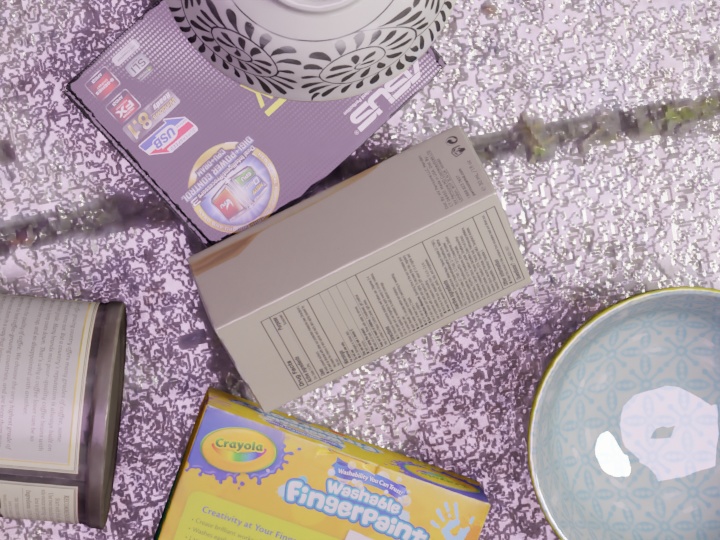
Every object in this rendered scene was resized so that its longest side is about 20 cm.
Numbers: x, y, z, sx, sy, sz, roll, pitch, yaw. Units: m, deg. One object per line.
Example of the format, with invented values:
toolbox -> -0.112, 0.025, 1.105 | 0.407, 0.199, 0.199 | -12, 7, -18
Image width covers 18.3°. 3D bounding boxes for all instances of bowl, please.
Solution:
bowl -> -0.028, -0.205, 1.397 | 0.200, 0.094, 0.201 | 0, 96, -4
bowl -> 0.203, 0.104, 1.473 | 0.200, 0.108, 0.201 | 0, 95, -2

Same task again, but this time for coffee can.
coffee can -> -0.256, 0.084, 1.432 | 0.200, 0.146, 0.147 | 5, 95, -3

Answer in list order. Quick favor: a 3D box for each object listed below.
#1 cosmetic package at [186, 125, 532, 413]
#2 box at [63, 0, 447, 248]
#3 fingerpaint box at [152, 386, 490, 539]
cosmetic package -> 0.000, 0.000, 1.451 | 0.200, 0.071, 0.105 | -25, 139, 0
box -> -0.069, -0.127, 1.471 | 0.200, 0.044, 0.160 | -42, 95, 2
fingerpaint box -> -0.037, 0.191, 1.489 | 0.200, 0.073, 0.167 | 19, 95, -6
